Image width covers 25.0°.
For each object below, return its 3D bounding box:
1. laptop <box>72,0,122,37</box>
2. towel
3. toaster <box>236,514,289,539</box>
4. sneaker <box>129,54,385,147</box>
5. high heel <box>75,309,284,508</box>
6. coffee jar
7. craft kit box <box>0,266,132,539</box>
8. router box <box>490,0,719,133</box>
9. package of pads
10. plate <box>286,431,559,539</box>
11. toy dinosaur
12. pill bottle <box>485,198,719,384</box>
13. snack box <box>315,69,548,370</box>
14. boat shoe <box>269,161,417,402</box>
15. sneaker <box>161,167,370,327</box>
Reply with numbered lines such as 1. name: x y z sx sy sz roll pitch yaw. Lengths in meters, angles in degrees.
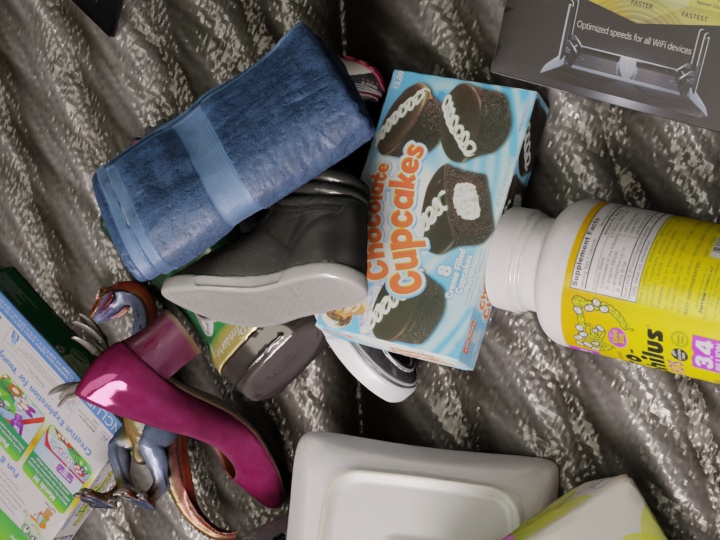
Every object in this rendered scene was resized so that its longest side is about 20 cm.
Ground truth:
1. laptop: -0.208 -0.337 1.318 0.200 0.116 0.187 -45 75 -3
2. towel: -0.091 -0.082 1.131 0.199 0.049 0.112 -32 48 5
3. toaster: -0.028 0.277 1.262 0.199 0.113 0.130 19 105 24
4. sneaker: -0.071 -0.097 1.215 0.199 0.081 0.075 -26 75 5
5. high heel: -0.139 0.131 1.276 0.201 0.096 0.067 57 165 -21
6. coffee jar: -0.107 0.001 1.274 0.104 0.085 0.200 -45 76 19
7. craft kit box: -0.302 0.136 1.430 0.200 0.048 0.198 45 114 15
8. router box: 0.200 -0.188 1.092 0.199 0.052 0.158 19 106 25
9. package of pads: 0.140 0.249 1.122 0.155 0.199 0.068 61 153 6
10. plate: 0.039 0.225 1.179 0.198 0.032 0.201 6 78 4
11. toy dinosaur: -0.182 0.106 1.336 0.105 0.199 0.183 -16 51 48
12. pill bottle: 0.189 0.011 1.102 0.199 0.104 0.105 13 104 27
13. snack box: 0.052 -0.039 1.164 0.116 0.037 0.201 12 80 26
14. boat shoe: 0.000 0.000 1.228 0.068 0.072 0.201 -33 75 30
15. sneaker: -0.063 -0.020 1.176 0.199 0.071 0.100 -10 59 43
